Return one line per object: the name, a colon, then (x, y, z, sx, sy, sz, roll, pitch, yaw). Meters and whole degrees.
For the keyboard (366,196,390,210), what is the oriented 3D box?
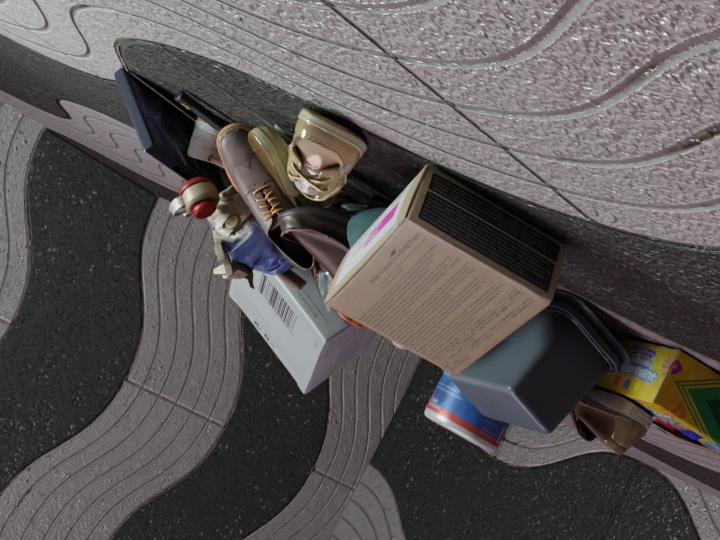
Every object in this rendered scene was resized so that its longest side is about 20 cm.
keyboard: (0.091, -0.023, 1.584, 0.198, 0.040, 0.104, 30, 174, 1)

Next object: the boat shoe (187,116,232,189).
boat shoe: (-0.155, -0.131, 1.687, 0.070, 0.070, 0.199, 21, 172, 46)

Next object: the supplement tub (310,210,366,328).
supplement tub: (0.000, 0.000, 1.637, 0.122, 0.123, 0.200, 29, -172, -12)

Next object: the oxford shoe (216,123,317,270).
oxford shoe: (-0.105, -0.088, 1.553, 0.201, 0.071, 0.073, 55, -173, -18)

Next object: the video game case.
video game case: (-0.234, -0.167, 1.673, 0.200, 0.019, 0.144, 34, -156, -53)

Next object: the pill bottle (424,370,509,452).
pill bottle: (0.176, 0.131, 1.728, 0.111, 0.202, 0.112, 27, 175, 3)

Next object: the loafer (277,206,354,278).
loafer: (-0.008, -0.012, 1.480, 0.198, 0.072, 0.073, 24, 162, -14)

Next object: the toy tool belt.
toy tool belt: (-0.143, -0.042, 1.644, 0.199, 0.124, 0.124, 20, -139, -56)

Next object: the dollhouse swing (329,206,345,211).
dollhouse swing: (0.039, -0.024, 1.897, 0.180, 0.178, 0.199, -18, -159, -30)

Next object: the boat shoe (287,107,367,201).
boat shoe: (-0.039, -0.107, 1.283, 0.073, 0.070, 0.200, 28, 175, 5)

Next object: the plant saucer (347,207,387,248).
plant saucer: (0.075, -0.007, 1.442, 0.199, 0.036, 0.201, 32, -152, -19)

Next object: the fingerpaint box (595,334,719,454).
fingerpaint box: (0.378, 0.153, 1.559, 0.166, 0.074, 0.200, 31, 174, -18)

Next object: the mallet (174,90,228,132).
mallet: (-0.152, -0.161, 1.604, 0.199, 0.041, 0.066, 36, 175, -21)

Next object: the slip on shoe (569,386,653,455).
slip on shoe: (0.282, 0.177, 1.582, 0.076, 0.061, 0.200, 35, 174, -25)

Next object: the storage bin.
storage bin: (0.198, 0.106, 1.550, 0.146, 0.135, 0.199, 47, 163, -19)

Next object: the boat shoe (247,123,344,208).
boat shoe: (-0.071, -0.121, 1.456, 0.074, 0.062, 0.200, 54, -179, 20)

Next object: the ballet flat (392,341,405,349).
ballet flat: (0.099, 0.047, 1.605, 0.067, 0.063, 0.199, 45, -145, 17)

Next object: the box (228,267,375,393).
box: (-0.075, 0.034, 1.842, 0.200, 0.130, 0.200, 51, 155, 15)

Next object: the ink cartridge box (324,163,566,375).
ink cartridge box: (0.081, 0.005, 1.264, 0.164, 0.076, 0.200, 30, 146, -10)
